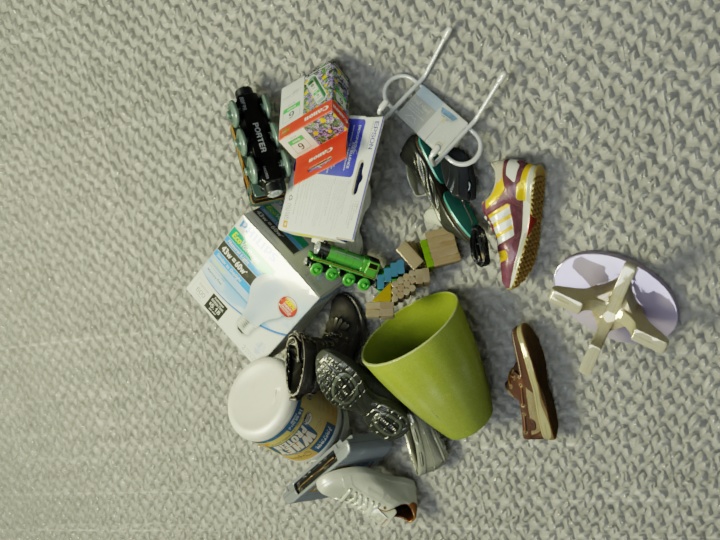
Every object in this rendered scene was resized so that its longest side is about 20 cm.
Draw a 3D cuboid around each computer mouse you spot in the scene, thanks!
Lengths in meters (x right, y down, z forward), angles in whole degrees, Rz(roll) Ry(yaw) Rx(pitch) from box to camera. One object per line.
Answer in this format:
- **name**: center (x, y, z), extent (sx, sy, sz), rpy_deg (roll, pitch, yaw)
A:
- **computer mouse**: center (0.172, -0.103, 1.525), extent (0.034, 0.058, 0.203), rpy_deg (-27, 72, 38)

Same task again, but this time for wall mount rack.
- **wall mount rack**: center (0.127, -0.265, 1.513), extent (0.200, 0.075, 0.174), rpy_deg (43, 88, 16)

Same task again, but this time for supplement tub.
- **supplement tub**: center (-0.121, 0.249, 1.707), extent (0.143, 0.200, 0.147), rpy_deg (-16, 58, 28)

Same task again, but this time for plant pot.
- **plant pot**: center (0.129, 0.173, 1.608), extent (0.185, 0.188, 0.201), rpy_deg (-24, 109, 29)

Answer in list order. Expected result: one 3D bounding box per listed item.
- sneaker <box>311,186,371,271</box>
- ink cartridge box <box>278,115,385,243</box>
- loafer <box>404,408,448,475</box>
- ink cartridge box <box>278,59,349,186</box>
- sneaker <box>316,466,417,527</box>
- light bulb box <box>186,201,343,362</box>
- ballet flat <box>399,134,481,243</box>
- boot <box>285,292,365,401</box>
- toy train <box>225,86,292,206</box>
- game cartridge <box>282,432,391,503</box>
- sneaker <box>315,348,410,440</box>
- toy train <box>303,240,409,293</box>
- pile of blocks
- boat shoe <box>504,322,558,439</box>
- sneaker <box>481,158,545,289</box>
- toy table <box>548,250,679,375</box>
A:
- **sneaker**: center (-0.035, -0.090, 1.632), extent (0.074, 0.099, 0.204), rpy_deg (14, 111, 33)
- **ink cartridge box**: center (-0.039, -0.148, 1.569), extent (0.198, 0.047, 0.201), rpy_deg (12, 86, 46)
- **loafer**: center (0.084, 0.260, 1.697), extent (0.069, 0.070, 0.202), rpy_deg (-28, 93, -15)
- **ink cartridge box**: center (-0.074, -0.237, 1.552), extent (0.108, 0.202, 0.050), rpy_deg (-25, 132, 24)
- **sneaker**: center (0.018, 0.399, 1.710), extent (0.197, 0.086, 0.073), rpy_deg (13, 135, -25)
- **light bulb box**: center (-0.162, 0.021, 1.715), extent (0.198, 0.125, 0.200), rpy_deg (46, 120, 6)
- **ballet flat**: center (0.124, -0.123, 1.573), extent (0.068, 0.068, 0.202), rpy_deg (-32, 81, 39)
- **boot**: center (-0.064, 0.124, 1.647), extent (0.068, 0.173, 0.204), rpy_deg (-6, 75, 30)
- **toy train**: center (-0.175, -0.205, 1.644), extent (0.114, 0.084, 0.203), rpy_deg (124, 130, -66)
- **game cartridge**: center (-0.036, 0.355, 1.756), extent (0.200, 0.132, 0.042), rpy_deg (-45, 55, 32)
- **sneaker**: center (0.002, 0.194, 1.620), extent (0.076, 0.091, 0.200), rpy_deg (-38, 109, 23)
- **toy train**: center (0.000, 0.000, 1.621), extent (0.197, 0.042, 0.057), rpy_deg (18, 106, -23)
- **pile of blocks**: center (0.079, 0.006, 1.606), extent (0.199, 0.062, 0.082), rpy_deg (-39, 80, -5)
- **boat shoe**: center (0.268, 0.185, 1.597), extent (0.071, 0.072, 0.203), rpy_deg (-10, 108, 26)
- **sneaker**: center (0.232, -0.074, 1.535), extent (0.089, 0.075, 0.204), rpy_deg (15, 106, 29)
- **toy table**: center (0.377, 0.057, 1.476), extent (0.197, 0.117, 0.187), rpy_deg (14, 112, 20)
